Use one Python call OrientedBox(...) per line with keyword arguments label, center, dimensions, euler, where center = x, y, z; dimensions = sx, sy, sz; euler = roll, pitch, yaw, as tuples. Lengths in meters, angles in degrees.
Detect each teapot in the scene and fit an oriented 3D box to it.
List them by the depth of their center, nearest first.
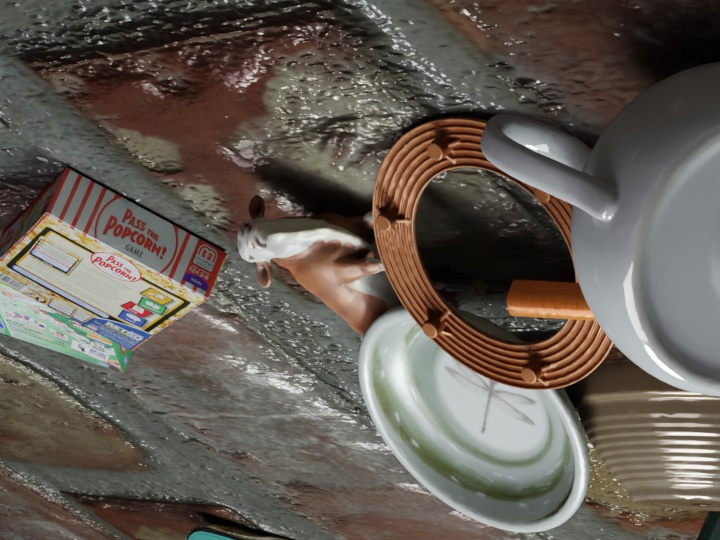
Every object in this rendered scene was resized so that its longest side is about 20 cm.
OrientedBox(label="teapot", center=(0.193, -0.036, 1.096), dimensions=(0.201, 0.196, 0.146), euler=(62, 175, -29))

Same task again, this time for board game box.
OrientedBox(label="board game box", center=(-0.218, -0.004, 1.634), dimensions=(0.151, 0.047, 0.200), euler=(29, 155, -17))
OrientedBox(label="board game box", center=(-0.316, 0.029, 1.812), dimensions=(0.198, 0.029, 0.135), euler=(17, 156, 10))

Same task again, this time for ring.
OrientedBox(label="ring", center=(0.084, -0.007, 1.283), dimensions=(0.199, 0.019, 0.202), euler=(23, 130, 30))

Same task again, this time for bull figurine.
OrientedBox(label="bull figurine", center=(0.000, 0.000, 1.435), dimensions=(0.121, 0.066, 0.200), euler=(-8, 148, 38))

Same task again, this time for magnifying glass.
OrientedBox(label="magnifying glass", center=(0.187, 0.021, 1.190), dimensions=(0.198, 0.080, 0.023), euler=(1, 128, 23))

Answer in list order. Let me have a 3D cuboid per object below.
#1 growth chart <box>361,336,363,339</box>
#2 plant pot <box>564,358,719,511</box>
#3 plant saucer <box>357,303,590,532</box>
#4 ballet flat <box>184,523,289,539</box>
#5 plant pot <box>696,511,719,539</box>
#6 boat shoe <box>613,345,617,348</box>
OrientedBox(label="growth chart", center=(0.064, 0.083, 1.625), dimensions=(0.143, 0.018, 0.200), euler=(20, 156, 5))
OrientedBox(label="plant pot", center=(0.242, 0.121, 1.382), dimensions=(0.198, 0.094, 0.201), euler=(4, 169, 1))
OrientedBox(label="plant saucer", center=(0.090, 0.098, 1.415), dimensions=(0.199, 0.050, 0.202), euler=(26, 138, 26))
OrientedBox(label="ballet flat", center=(-0.109, 0.340, 2.288), dimensions=(0.198, 0.071, 0.065), euler=(20, -176, 10))
OrientedBox(label="plant pot", center=(0.374, 0.267, 1.618), dimensions=(0.198, 0.142, 0.142), euler=(26, 157, 7))
OrientedBox(label="boat shoe", center=(0.188, 0.024, 1.328), dimensions=(0.071, 0.068, 0.200), euler=(10, 154, 24))
